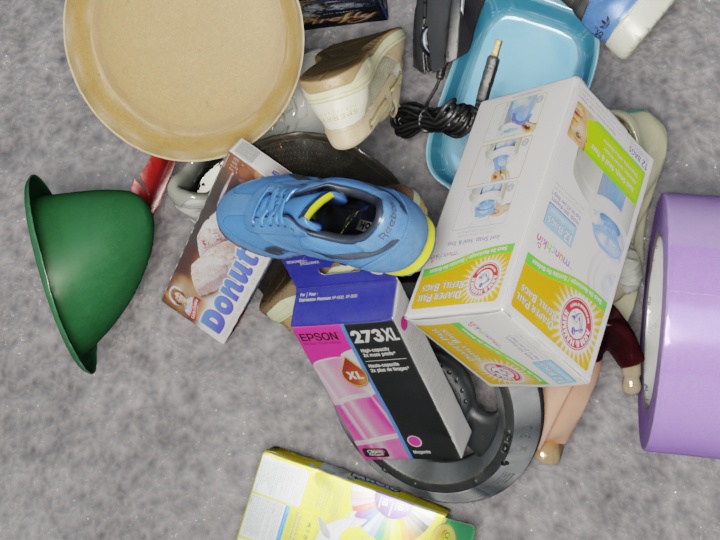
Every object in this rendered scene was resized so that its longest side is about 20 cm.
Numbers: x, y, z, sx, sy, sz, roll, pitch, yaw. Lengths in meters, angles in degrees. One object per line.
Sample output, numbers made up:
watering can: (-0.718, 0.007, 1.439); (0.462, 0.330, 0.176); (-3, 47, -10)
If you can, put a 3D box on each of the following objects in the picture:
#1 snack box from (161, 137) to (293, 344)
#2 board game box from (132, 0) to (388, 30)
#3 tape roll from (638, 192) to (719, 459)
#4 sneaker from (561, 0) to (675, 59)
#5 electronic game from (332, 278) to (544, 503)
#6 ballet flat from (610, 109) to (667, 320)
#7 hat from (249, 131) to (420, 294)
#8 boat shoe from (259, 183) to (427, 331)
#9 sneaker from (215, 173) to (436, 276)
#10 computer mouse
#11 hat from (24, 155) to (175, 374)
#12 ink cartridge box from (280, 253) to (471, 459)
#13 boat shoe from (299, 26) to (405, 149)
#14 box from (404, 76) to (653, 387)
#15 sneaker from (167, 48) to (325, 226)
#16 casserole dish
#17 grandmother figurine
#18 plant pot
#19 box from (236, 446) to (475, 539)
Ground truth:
snack box: (-0.109, -0.020, 1.049); (0.071, 0.024, 0.201); (34, 134, 1)
board game box: (-0.082, -0.236, 1.059); (0.196, 0.135, 0.035); (-6, 86, 9)
tape roll: (0.259, 0.042, 0.967); (0.064, 0.200, 0.204); (5, 89, 9)
sneaker: (0.243, -0.285, 1.033); (0.111, 0.077, 0.200); (41, 87, 6)
electronic game: (0.061, 0.104, 1.042); (0.197, 0.042, 0.204); (11, 114, 25)
ballet flat: (0.207, -0.040, 1.043); (0.068, 0.069, 0.204); (12, 87, 9)
hat: (-0.023, -0.047, 1.061); (0.197, 0.081, 0.203); (10, 129, 12)
boat shoe: (0.000, 0.000, 0.994); (0.076, 0.199, 0.072); (38, 51, -15)
sneaker: (-0.040, -0.044, 0.902); (0.198, 0.078, 0.067); (11, 79, 37)
computer mouse: (0.078, -0.207, 1.034); (0.045, 0.140, 0.203); (19, 92, -27)
hat: (-0.182, -0.032, 1.067); (0.173, 0.166, 0.203); (-16, 102, -4)
ink cartridge box: (0.010, 0.070, 0.971); (0.093, 0.037, 0.202); (-5, 126, 30)
boat shoe: (0.001, -0.151, 1.013); (0.071, 0.200, 0.066); (-13, 108, 17)
box: (0.130, -0.025, 0.936); (0.112, 0.100, 0.202); (38, 61, -32)
sneaker: (-0.088, -0.115, 1.070); (0.078, 0.099, 0.201); (42, 94, 21)
casserole dish: (0.132, -0.145, 1.073); (0.119, 0.039, 0.203); (19, 91, 9)
grandmother figurine: (0.178, 0.062, 1.013); (0.120, 0.061, 0.203); (25, 116, 11)
plant pot: (-0.140, -0.189, 0.994); (0.196, 0.028, 0.204); (2, 107, 6)
box: (-0.006, 0.241, 1.081); (0.197, 0.048, 0.119); (18, 91, 11)
